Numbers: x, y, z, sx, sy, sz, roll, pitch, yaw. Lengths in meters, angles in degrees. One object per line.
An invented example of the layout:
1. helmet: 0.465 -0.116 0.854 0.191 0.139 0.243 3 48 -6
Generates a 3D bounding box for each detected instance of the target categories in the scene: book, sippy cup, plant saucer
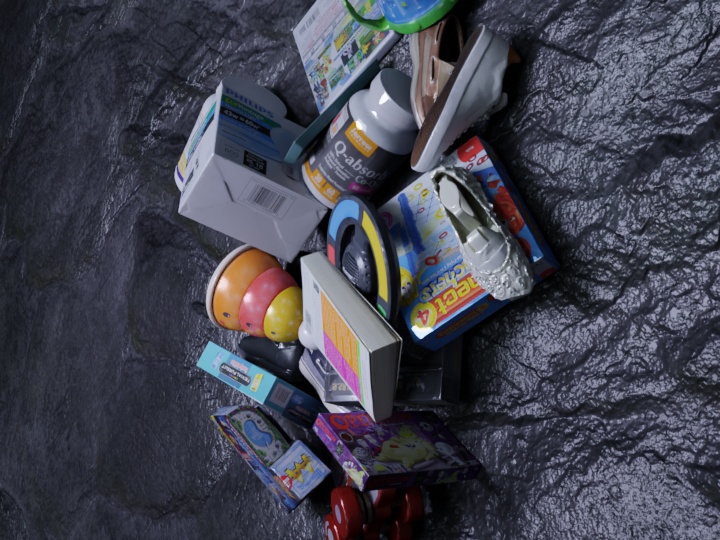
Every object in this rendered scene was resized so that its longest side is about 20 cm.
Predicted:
1. book: -0.020 0.086 1.191 0.200 0.048 0.135 48 148 41
2. sippy cup: 0.059 -0.415 1.229 0.139 0.130 0.179 23 77 52
3. plant saucer: -0.039 -0.233 1.342 0.019 0.200 0.070 42 155 -1

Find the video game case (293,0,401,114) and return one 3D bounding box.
1. video game case: -0.026 -0.377 1.447 0.200 0.022 0.184 -41 56 39

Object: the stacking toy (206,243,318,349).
1. stacking toy: -0.122 0.059 1.366 0.199 0.145 0.148 28 108 32

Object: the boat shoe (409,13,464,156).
1. boat shoe: 0.113 -0.255 1.229 0.071 0.075 0.202 -20 73 45

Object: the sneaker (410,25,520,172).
1. sneaker: 0.140 -0.204 1.164 0.201 0.084 0.073 -60 16 7

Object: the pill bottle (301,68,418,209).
1. pill bottle: 0.010 -0.186 1.312 0.200 0.116 0.117 -47 53 37

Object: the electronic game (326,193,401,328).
1. electronic game: 0.000 0.000 1.195 0.200 0.041 0.202 170 90 -67

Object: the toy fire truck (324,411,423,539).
1. toy fire truck: 0.001 0.289 1.243 0.201 0.111 0.169 103 151 -50

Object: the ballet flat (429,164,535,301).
1. ballet flat: 0.134 -0.048 1.083 0.072 0.071 0.201 -51 52 33

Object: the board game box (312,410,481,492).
1. board game box: 0.049 0.225 1.158 0.120 0.199 0.033 39 114 44

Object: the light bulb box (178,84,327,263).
1. light bulb box: -0.161 -0.150 1.405 0.125 0.197 0.201 -51 27 32

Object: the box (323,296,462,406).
1. box: 0.044 0.103 1.244 0.198 0.048 0.160 -8 72 36

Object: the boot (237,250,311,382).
1. boot: -0.126 0.061 1.487 0.164 0.065 0.202 19 104 41

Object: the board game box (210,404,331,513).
1. board game box: -0.122 0.271 1.337 0.201 0.062 0.200 52 159 -5

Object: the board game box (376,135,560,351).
1. board game box: 0.122 -0.034 1.163 0.199 0.056 0.197 -36 58 20

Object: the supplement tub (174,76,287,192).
1. supplement tub: -0.222 -0.215 1.569 0.201 0.144 0.146 -59 47 27

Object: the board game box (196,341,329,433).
1. board game box: -0.146 0.188 1.430 0.199 0.151 0.047 18 75 50

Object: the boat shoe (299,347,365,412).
1. boat shoe: -0.025 0.146 1.350 0.200 0.074 0.094 38 121 45
